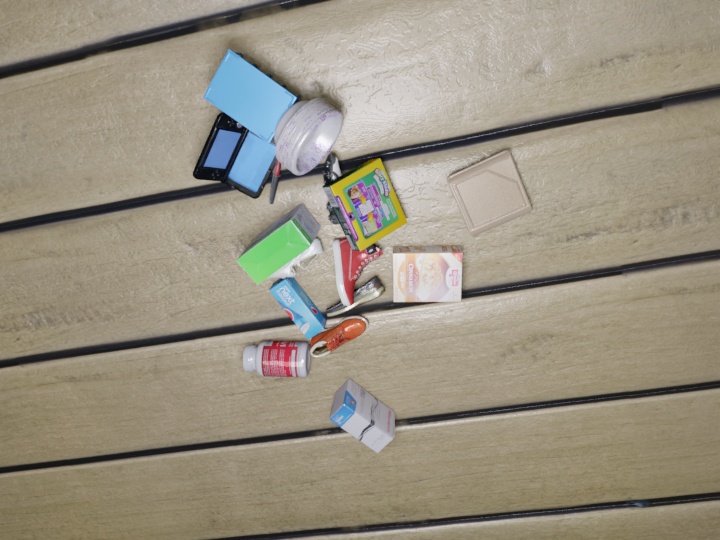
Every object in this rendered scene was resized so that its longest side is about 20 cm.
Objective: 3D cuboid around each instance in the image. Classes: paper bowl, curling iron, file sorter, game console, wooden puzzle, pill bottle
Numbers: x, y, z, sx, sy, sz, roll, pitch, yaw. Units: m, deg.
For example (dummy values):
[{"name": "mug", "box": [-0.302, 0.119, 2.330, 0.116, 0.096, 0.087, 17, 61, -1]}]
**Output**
[{"name": "paper bowl", "box": [-0.146, -0.358, 1.399, 0.104, 0.201, 0.201, 40, 110, 8]}, {"name": "curling iron", "box": [-0.228, -0.278, 1.525, 0.049, 0.026, 0.200, 14, 114, -18]}, {"name": "file sorter", "box": [-0.277, -0.458, 1.411, 0.200, 0.123, 0.139, 34, 110, -9]}, {"name": "game console", "box": [-0.335, -0.310, 1.481, 0.116, 0.176, 0.200, 38, 111, 20]}, {"name": "wooden puzzle", "box": [0.361, -0.215, 1.504, 0.185, 0.037, 0.200, -23, 112, 12]}, {"name": "pill bottle", "box": [-0.263, 0.281, 1.701, 0.199, 0.112, 0.113, 1, 111, 4]}]

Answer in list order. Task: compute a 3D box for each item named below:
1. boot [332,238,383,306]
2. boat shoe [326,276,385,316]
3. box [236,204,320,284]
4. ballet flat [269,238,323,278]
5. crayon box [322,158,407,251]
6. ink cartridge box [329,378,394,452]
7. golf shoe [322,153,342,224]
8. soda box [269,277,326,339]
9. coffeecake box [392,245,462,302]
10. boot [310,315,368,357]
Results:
[{"name": "boot", "box": [0.000, 0.000, 1.568, 0.144, 0.072, 0.201, -7, 85, 4]}, {"name": "boat shoe", "box": [-0.022, 0.079, 1.632, 0.200, 0.073, 0.065, -26, 92, 13]}, {"name": "box", "box": [-0.229, -0.080, 1.524, 0.200, 0.177, 0.097, -34, 104, 16]}, {"name": "ballet flat", "box": [-0.194, -0.020, 1.593, 0.200, 0.069, 0.070, -35, 105, 7]}, {"name": "crayon box", "box": [0.015, -0.182, 1.485, 0.172, 0.058, 0.200, -33, 110, -21]}, {"name": "ink cartridge box", "box": [0.009, 0.468, 1.734, 0.200, 0.145, 0.084, 38, 111, -9]}, {"name": "golf shoe", "box": [-0.053, -0.232, 1.518, 0.094, 0.078, 0.201, -11, 110, -15]}, {"name": "soda box", "box": [-0.190, 0.110, 1.655, 0.068, 0.064, 0.200, -32, 105, 15]}, {"name": "coffeecake box", "box": [0.196, 0.010, 1.581, 0.199, 0.073, 0.154, -1, 110, 4]}, {"name": "boot", "box": [-0.067, 0.209, 1.662, 0.200, 0.107, 0.075, -25, 106, 12]}]
